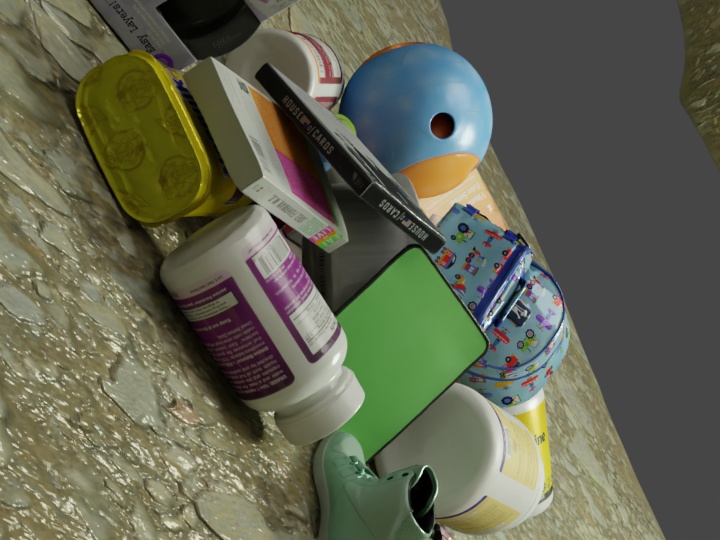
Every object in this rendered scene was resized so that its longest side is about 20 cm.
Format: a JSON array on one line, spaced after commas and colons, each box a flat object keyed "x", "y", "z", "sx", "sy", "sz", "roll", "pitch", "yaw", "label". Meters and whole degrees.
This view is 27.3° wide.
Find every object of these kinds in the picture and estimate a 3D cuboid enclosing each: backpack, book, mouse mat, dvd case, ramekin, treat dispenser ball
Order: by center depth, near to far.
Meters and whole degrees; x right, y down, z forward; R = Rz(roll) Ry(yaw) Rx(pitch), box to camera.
[{"x": -0.081, "y": -0.103, "z": 1.378, "sx": 0.134, "sy": 0.048, "sz": 0.200, "roll": 64, "pitch": 12, "yaw": 24, "label": "book"}, {"x": -0.009, "y": -0.109, "z": 1.438, "sx": 0.200, "sy": 0.025, "sz": 0.150, "roll": 50, "pitch": 9, "yaw": 36, "label": "dvd case"}, {"x": 0.023, "y": 0.088, "z": 1.468, "sx": 0.161, "sy": 0.200, "sz": 0.008, "roll": 53, "pitch": -10, "yaw": -31, "label": "mouse mat"}, {"x": 0.000, "y": 0.000, "z": 1.556, "sx": 0.200, "sy": 0.097, "sz": 0.202, "roll": 178, "pitch": -90, "yaw": -78, "label": "ramekin"}, {"x": 0.144, "y": 0.047, "z": 1.687, "sx": 0.200, "sy": 0.183, "sz": 0.135, "roll": 37, "pitch": -24, "yaw": 11, "label": "backpack"}, {"x": 0.070, "y": -0.193, "z": 1.910, "sx": 0.201, "sy": 0.200, "sz": 0.201, "roll": 55, "pitch": 16, "yaw": -24, "label": "treat dispenser ball"}]

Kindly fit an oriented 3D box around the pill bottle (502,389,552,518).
[{"x": 0.170, "y": 0.192, "z": 1.798, "sx": 0.113, "sy": 0.111, "sz": 0.202, "roll": -69, "pitch": 153, "yaw": -71, "label": "pill bottle"}]

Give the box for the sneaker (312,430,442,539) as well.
[{"x": 0.021, "y": 0.203, "z": 1.377, "sx": 0.074, "sy": 0.118, "sz": 0.201, "roll": 52, "pitch": 16, "yaw": -27, "label": "sneaker"}]

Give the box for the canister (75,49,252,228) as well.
[{"x": -0.169, "y": -0.119, "z": 1.374, "sx": 0.149, "sy": 0.086, "sz": 0.200, "roll": 63, "pitch": 13, "yaw": 3, "label": "canister"}]

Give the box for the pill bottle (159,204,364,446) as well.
[{"x": -0.081, "y": 0.052, "z": 1.312, "sx": 0.201, "sy": 0.112, "sz": 0.112, "roll": 58, "pitch": 15, "yaw": -16, "label": "pill bottle"}]

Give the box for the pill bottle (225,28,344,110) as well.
[{"x": -0.086, "y": -0.234, "z": 1.810, "sx": 0.115, "sy": 0.114, "sz": 0.200, "roll": 62, "pitch": 13, "yaw": 0, "label": "pill bottle"}]

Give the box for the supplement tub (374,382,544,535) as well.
[{"x": 0.115, "y": 0.212, "z": 1.631, "sx": 0.200, "sy": 0.145, "sz": 0.146, "roll": 37, "pitch": 29, "yaw": -60, "label": "supplement tub"}]

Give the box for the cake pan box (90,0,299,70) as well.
[{"x": -0.181, "y": -0.303, "z": 1.473, "sx": 0.200, "sy": 0.183, "sz": 0.052, "roll": 53, "pitch": 21, "yaw": -34, "label": "cake pan box"}]

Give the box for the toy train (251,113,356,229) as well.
[{"x": -0.046, "y": -0.134, "z": 1.629, "sx": 0.085, "sy": 0.116, "sz": 0.200, "roll": 51, "pitch": 42, "yaw": -3, "label": "toy train"}]

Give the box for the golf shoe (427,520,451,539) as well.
[{"x": 0.096, "y": 0.344, "z": 1.486, "sx": 0.200, "sy": 0.072, "sz": 0.092, "roll": 48, "pitch": 24, "yaw": -14, "label": "golf shoe"}]

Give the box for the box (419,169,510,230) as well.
[{"x": 0.122, "y": -0.025, "z": 2.035, "sx": 0.152, "sy": 0.106, "sz": 0.201, "roll": -36, "pitch": 99, "yaw": -40, "label": "box"}]

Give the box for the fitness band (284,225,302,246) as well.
[{"x": -0.073, "y": -0.093, "z": 1.755, "sx": 0.200, "sy": 0.037, "sz": 0.144, "roll": 35, "pitch": 30, "yaw": -63, "label": "fitness band"}]
